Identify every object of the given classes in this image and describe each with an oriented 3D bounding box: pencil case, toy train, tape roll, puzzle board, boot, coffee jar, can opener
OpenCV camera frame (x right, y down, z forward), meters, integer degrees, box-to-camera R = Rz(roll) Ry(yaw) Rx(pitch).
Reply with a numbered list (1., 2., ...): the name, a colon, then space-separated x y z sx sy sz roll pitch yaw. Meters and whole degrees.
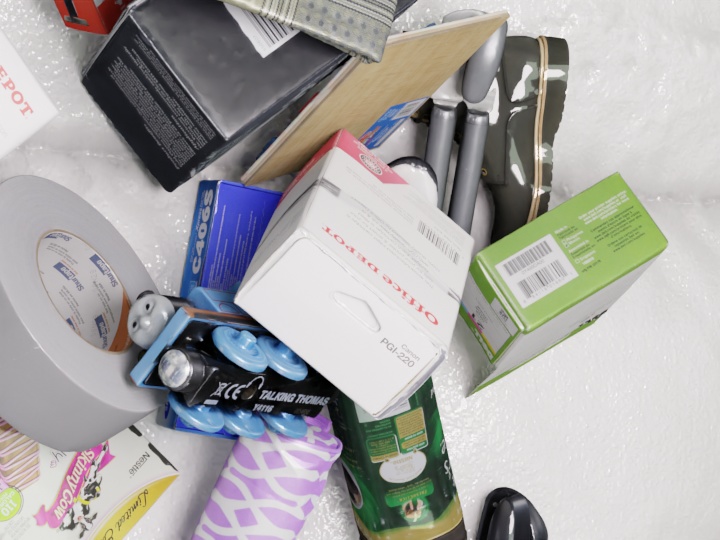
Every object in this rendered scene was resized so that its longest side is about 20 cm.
1. pencil case: -0.085 0.205 1.698 0.085 0.084 0.200 8 111 -62
2. toy train: -0.094 0.063 1.606 0.087 0.114 0.200 -54 149 17
3. tape roll: -0.223 0.031 1.588 0.066 0.200 0.200 -33 111 23
4. puzzle board: 0.008 -0.136 1.682 0.151 0.200 0.017 -19 74 -41
5. boot: 0.091 -0.102 1.813 0.138 0.077 0.200 6 97 -7
6. coffee jar: 0.026 0.143 1.745 0.085 0.104 0.200 -17 113 -10
7. can opener: 0.110 0.280 1.835 0.079 0.063 0.200 1 102 -52
8. can opener: 0.078 -0.114 1.749 0.053 0.066 0.200 10 109 1

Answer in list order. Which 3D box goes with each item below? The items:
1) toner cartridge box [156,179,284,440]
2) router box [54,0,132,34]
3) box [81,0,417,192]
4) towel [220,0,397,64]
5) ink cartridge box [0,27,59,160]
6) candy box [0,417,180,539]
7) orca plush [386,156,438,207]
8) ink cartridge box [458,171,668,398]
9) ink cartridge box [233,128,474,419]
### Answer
1. toner cartridge box: -0.096 0.034 1.731 0.095 0.043 0.200 12 87 -25
2. router box: -0.173 -0.306 1.617 0.200 0.049 0.180 -48 135 -31
3. box: -0.085 -0.178 1.633 0.200 0.197 0.124 -38 95 -19
4. towel: -0.054 -0.260 1.529 0.200 0.035 0.193 21 70 -23
5. ink cartridge box: -0.345 -0.114 1.583 0.200 0.086 0.147 -40 108 -17
6. candy box: -0.254 0.135 1.649 0.200 0.061 0.136 47 72 -20
7. orca plush: 0.025 -0.009 1.774 0.105 0.071 0.200 4 115 8
8. ink cartridge box: 0.147 0.018 1.784 0.148 0.200 0.076 -30 79 -20
9. ink cartridge box: 0.000 0.000 1.630 0.146 0.200 0.085 40 113 -10
